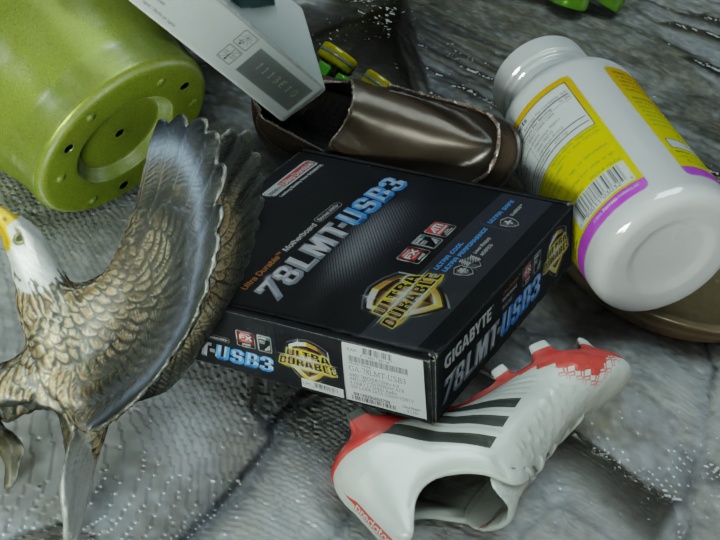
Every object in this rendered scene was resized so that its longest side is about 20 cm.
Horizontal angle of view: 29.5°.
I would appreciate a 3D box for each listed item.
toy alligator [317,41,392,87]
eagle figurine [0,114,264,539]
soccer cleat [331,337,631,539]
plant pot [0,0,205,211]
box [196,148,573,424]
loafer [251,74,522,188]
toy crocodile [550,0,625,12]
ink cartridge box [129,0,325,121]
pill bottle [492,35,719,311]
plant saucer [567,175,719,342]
[{"bbox_3d":[-0.032,-0.137,1.016,0.200,0.059,0.054,35,2,21],"label":"toy alligator"},{"bbox_3d":[-0.123,0.018,0.671,0.200,0.151,0.152,-30,46,2],"label":"eagle figurine"},{"bbox_3d":[0.078,0.099,0.761,0.200,0.069,0.085,-14,53,-28],"label":"soccer cleat"},{"bbox_3d":[-0.205,-0.147,0.870,0.200,0.200,0.193,-27,67,-41],"label":"plant pot"},{"bbox_3d":[0.000,0.000,0.819,0.198,0.050,0.200,15,34,26],"label":"box"},{"bbox_3d":[0.009,-0.091,0.925,0.200,0.073,0.071,11,-6,20],"label":"loafer"},{"bbox_3d":[0.158,-0.285,1.251,0.200,0.068,0.062,14,19,-7],"label":"toy crocodile"},{"bbox_3d":[-0.113,-0.210,0.875,0.200,0.044,0.174,36,29,-41],"label":"ink cartridge box"},{"bbox_3d":[0.161,-0.074,0.919,0.104,0.104,0.200,-3,43,-23],"label":"pill bottle"},{"bbox_3d":[0.221,-0.016,0.977,0.200,0.029,0.200,10,38,-8],"label":"plant saucer"}]
